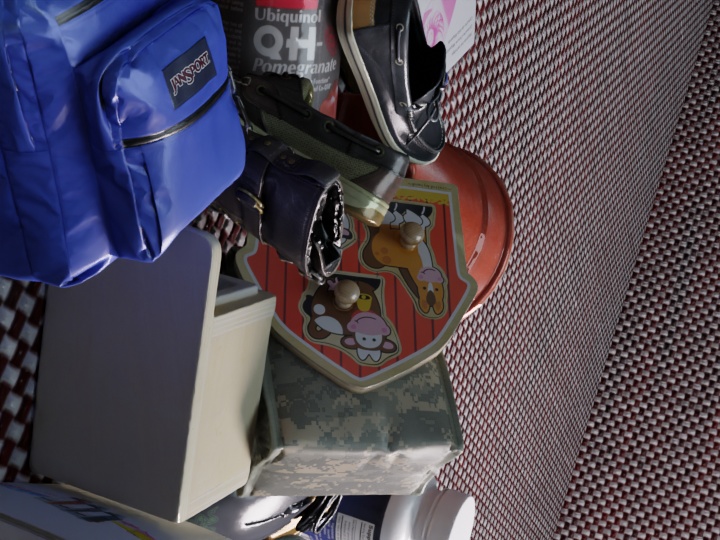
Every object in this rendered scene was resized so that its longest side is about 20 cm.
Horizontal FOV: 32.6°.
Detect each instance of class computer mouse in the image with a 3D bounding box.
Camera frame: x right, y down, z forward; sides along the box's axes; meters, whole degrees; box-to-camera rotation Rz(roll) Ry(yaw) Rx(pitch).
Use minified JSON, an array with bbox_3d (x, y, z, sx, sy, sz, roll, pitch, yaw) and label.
[{"bbox_3d":[-0.080,0.188,1.029,0.198,0.053,0.139,1,126,-37],"label":"computer mouse"}]

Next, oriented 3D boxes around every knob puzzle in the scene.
[{"bbox_3d":[0.000,0.000,0.960,0.221,0.218,0.031,-60,176,-35],"label":"knob puzzle"}]

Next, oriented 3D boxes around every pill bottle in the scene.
[{"bbox_3d":[0.014,0.246,1.288,0.111,0.198,0.112,14,90,-69],"label":"pill bottle"},{"bbox_3d":[-0.066,-0.198,0.939,0.111,0.110,0.202,-34,133,-60],"label":"pill bottle"}]

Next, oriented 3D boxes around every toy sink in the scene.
[{"bbox_3d":[-0.143,0.054,0.878,0.112,0.129,0.202,-19,119,-65],"label":"toy sink"}]

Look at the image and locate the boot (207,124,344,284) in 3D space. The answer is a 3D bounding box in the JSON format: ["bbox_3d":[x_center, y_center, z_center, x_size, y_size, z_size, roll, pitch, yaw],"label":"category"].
[{"bbox_3d":[-0.088,-0.046,0.846,0.069,0.174,0.200,-48,167,-25],"label":"boot"}]

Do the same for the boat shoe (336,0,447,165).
[{"bbox_3d":[0.040,-0.150,0.971,0.200,0.062,0.075,60,35,-54],"label":"boat shoe"}]

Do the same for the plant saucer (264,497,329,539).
[{"bbox_3d":[-0.077,0.186,1.097,0.199,0.035,0.202,-20,135,-21],"label":"plant saucer"}]

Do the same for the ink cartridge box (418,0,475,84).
[{"bbox_3d":[0.078,-0.259,1.358,0.197,0.043,0.202,-51,146,-48],"label":"ink cartridge box"}]

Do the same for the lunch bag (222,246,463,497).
[{"bbox_3d":[-0.025,0.073,0.996,0.118,0.162,0.202,125,-38,-53],"label":"lunch bag"}]

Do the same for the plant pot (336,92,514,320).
[{"bbox_3d":[0.020,-0.061,1.153,0.195,0.199,0.203,34,71,-59],"label":"plant pot"}]

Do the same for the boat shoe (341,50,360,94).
[{"bbox_3d":[0.009,-0.227,1.175,0.200,0.072,0.063,75,28,-70],"label":"boat shoe"}]

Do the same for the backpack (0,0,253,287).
[{"bbox_3d":[-0.158,-0.116,0.691,0.163,0.166,0.202,-57,145,-48],"label":"backpack"}]

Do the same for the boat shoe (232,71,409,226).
[{"bbox_3d":[-0.054,-0.108,0.878,0.065,0.199,0.073,-55,176,-2],"label":"boat shoe"}]

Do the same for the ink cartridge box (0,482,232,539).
[{"bbox_3d":[-0.203,0.229,0.815,0.200,0.143,0.147,26,79,-67],"label":"ink cartridge box"}]

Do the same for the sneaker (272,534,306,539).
[{"bbox_3d":[-0.130,0.296,1.054,0.200,0.079,0.131,-45,149,-5],"label":"sneaker"}]
